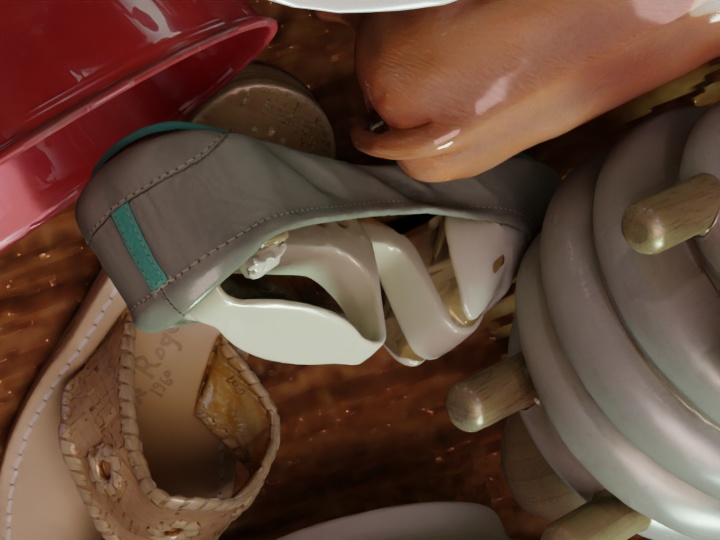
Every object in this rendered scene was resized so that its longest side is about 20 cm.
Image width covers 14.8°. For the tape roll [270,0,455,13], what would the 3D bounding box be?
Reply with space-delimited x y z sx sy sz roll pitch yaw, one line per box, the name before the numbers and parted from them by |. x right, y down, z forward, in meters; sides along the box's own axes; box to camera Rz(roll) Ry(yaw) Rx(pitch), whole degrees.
tape roll | -0.002 -0.167 0.657 0.201 0.071 0.204 -9 117 -19

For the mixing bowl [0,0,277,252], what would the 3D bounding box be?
mixing bowl | -0.132 -0.054 0.733 0.200 0.200 0.109 -33 90 2

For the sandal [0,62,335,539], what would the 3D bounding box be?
sandal | -0.058 0.045 0.844 0.077 0.070 0.213 14 109 -19

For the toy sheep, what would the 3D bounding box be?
toy sheep | 0.107 0.013 0.798 0.137 0.138 0.200 26 135 -23

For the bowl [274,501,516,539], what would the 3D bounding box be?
bowl | 0.011 0.131 0.869 0.199 0.095 0.201 -12 160 -4

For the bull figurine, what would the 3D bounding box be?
bull figurine | 0.080 -0.088 0.788 0.199 0.121 0.065 -22 120 -10

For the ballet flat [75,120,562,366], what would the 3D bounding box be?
ballet flat | 0.000 0.000 0.796 0.067 0.064 0.199 -42 153 30
